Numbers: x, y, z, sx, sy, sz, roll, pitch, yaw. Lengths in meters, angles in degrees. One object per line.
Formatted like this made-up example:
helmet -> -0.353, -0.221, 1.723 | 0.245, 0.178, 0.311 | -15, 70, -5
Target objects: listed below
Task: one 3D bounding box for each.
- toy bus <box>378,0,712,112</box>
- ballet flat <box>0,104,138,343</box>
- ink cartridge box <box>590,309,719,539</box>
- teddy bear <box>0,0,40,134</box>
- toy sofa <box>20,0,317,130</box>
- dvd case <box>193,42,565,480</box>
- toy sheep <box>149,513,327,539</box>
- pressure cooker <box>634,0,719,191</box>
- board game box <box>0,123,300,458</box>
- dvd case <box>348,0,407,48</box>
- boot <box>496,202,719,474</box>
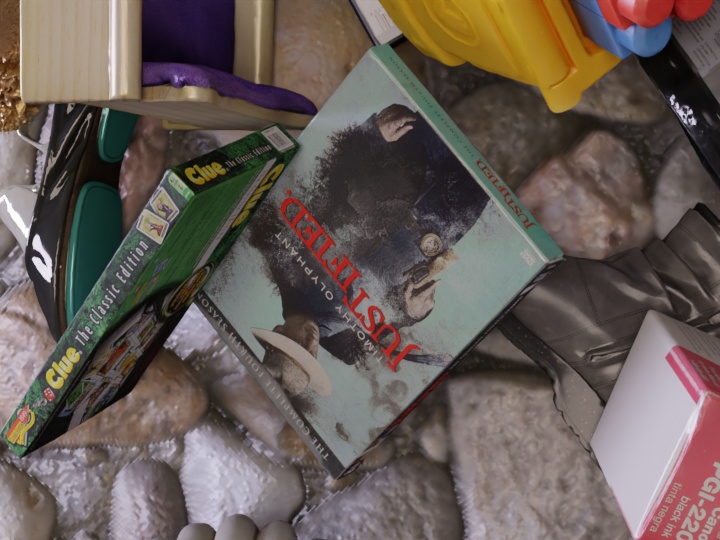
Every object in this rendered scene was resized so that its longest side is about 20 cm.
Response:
toy bus -> 0.119, -0.176, 0.922 | 0.200, 0.136, 0.192 | -42, 40, -9
ballet flat -> -0.163, -0.056, 1.092 | 0.068, 0.068, 0.202 | 8, 82, 21
ink cartridge box -> 0.224, 0.109, 0.944 | 0.198, 0.146, 0.085 | 22, 102, -7
teddy bear -> -0.216, -0.152, 1.079 | 0.199, 0.067, 0.146 | 16, 79, 37
toy sofa -> -0.092, -0.120, 1.005 | 0.097, 0.200, 0.084 | 0, 90, 17
dvd case -> 0.000, 0.000, 1.029 | 0.146, 0.022, 0.200 | 51, 128, 11
toy sheep -> -0.060, 0.195, 1.036 | 0.198, 0.138, 0.140 | 4, 91, 1
pressure cooker -> 0.255, -0.101, 0.947 | 0.199, 0.179, 0.177 | -36, 81, 10
board game box -> -0.112, 0.011, 1.022 | 0.023, 0.105, 0.200 | 44, 122, 12
dvd case -> 0.026, -0.245, 1.069 | 0.149, 0.025, 0.201 | -30, 85, 10
boot -> 0.134, 0.003, 1.035 | 0.131, 0.070, 0.201 | -37, 95, 6
